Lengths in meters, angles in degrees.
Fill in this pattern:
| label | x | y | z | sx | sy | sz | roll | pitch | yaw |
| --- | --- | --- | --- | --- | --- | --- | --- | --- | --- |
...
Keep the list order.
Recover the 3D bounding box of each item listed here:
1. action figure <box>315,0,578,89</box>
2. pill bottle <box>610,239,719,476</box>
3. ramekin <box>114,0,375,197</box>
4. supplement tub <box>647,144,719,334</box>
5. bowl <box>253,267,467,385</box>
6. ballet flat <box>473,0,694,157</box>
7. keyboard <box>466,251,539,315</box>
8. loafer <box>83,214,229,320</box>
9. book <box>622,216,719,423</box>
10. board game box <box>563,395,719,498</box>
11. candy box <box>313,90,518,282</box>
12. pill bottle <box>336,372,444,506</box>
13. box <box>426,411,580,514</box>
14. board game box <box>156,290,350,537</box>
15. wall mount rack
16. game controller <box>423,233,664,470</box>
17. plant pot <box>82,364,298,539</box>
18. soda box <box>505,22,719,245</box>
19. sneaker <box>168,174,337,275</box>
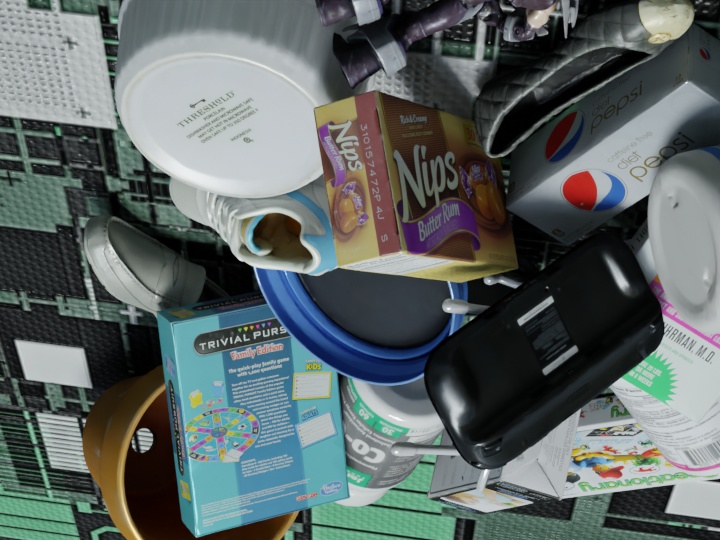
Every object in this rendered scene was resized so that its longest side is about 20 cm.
| label | x | y | z | sx | sy | sz | roll | pitch | yaw |
| --- | --- | --- | --- | --- | --- | --- | --- | --- | --- |
| action figure | 0.070 | -0.197 | 1.086 | 0.199 | 0.069 | 0.130 | -16 | 129 | 7 |
| pill bottle | 0.263 | 0.073 | 1.359 | 0.113 | 0.114 | 0.200 | -17 | 128 | 33 |
| ramekin | -0.090 | -0.139 | 1.183 | 0.202 | 0.094 | 0.203 | 7 | 144 | 5 |
| supplement tub | 0.318 | -0.036 | 1.135 | 0.199 | 0.132 | 0.132 | -12 | 146 | -12 |
| bowl | 0.000 | 0.000 | 1.326 | 0.200 | 0.039 | 0.201 | 19 | 129 | 26 |
| ballet flat | 0.161 | -0.140 | 1.146 | 0.066 | 0.057 | 0.200 | 15 | 149 | -37 |
| keyboard | 0.068 | -0.003 | 1.376 | 0.199 | 0.040 | 0.104 | -3 | 140 | 34 |
| loafer | -0.171 | 0.009 | 1.430 | 0.070 | 0.070 | 0.200 | -17 | 144 | 25 |
| book | 0.268 | 0.005 | 1.248 | 0.133 | 0.048 | 0.200 | 29 | 105 | -17 |
| board game box | 0.265 | 0.168 | 1.561 | 0.199 | 0.035 | 0.126 | -12 | 139 | 27 |
| candy box | 0.044 | -0.057 | 1.169 | 0.056 | 0.117 | 0.200 | -13 | 170 | 26 |
| pill bottle | 0.018 | 0.140 | 1.518 | 0.113 | 0.113 | 0.200 | 17 | 143 | -9 |
| box | 0.130 | 0.154 | 1.459 | 0.060 | 0.117 | 0.200 | 18 | 163 | -13 |
| board game box | -0.094 | 0.122 | 1.431 | 0.150 | 0.047 | 0.201 | -11 | 106 | -22 |
| wall mount rack | 0.093 | 0.077 | 1.234 | 0.074 | 0.174 | 0.201 | 20 | 103 | 10 |
| game controller | 0.139 | 0.058 | 1.181 | 0.105 | 0.200 | 0.042 | 59 | 159 | -8 |
| plant pot | -0.177 | 0.175 | 1.544 | 0.200 | 0.201 | 0.183 | 34 | 167 | -29 |
| soda box | 0.198 | -0.099 | 1.194 | 0.068 | 0.064 | 0.200 | 29 | 139 | -23 |
| sneaker | -0.084 | -0.050 | 1.270 | 0.200 | 0.081 | 0.077 | 16 | 123 | 36 |
